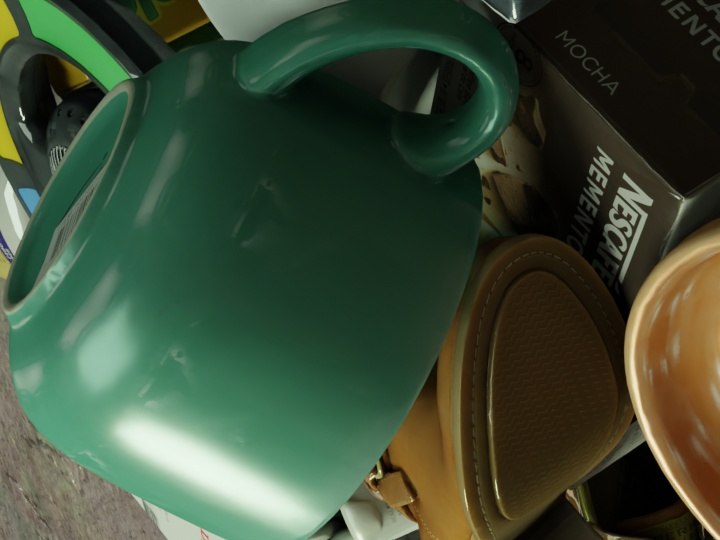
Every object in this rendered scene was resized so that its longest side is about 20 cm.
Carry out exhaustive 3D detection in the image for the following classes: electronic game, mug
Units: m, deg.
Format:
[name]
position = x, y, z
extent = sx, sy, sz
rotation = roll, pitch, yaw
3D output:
[electronic game]
position = -0.097, -0.035, 0.910
extent = 0.200, 0.042, 0.200
rotation = 41, 152, 28
[mug]
position = -0.041, -0.013, 0.750
extent = 0.114, 0.185, 0.152
rotation = 28, 176, -17

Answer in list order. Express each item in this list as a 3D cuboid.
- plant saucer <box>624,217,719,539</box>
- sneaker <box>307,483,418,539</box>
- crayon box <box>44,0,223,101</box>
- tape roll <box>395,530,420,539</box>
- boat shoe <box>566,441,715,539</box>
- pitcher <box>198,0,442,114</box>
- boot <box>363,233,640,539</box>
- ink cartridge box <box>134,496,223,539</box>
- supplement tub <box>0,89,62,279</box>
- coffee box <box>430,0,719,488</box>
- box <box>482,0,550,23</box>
[plant saucer]
position = 0.176, 0.053, 0.698
extent = 0.200, 0.037, 0.200
rotation = 28, 146, 21
[sneaker]
position = -0.018, 0.088, 1.019
extent = 0.075, 0.087, 0.200
rotation = 62, 159, -9
[crayon box]
position = -0.101, -0.164, 0.970
extent = 0.200, 0.126, 0.052
rotation = 64, 157, -8
[tape roll]
position = 0.044, 0.109, 1.085
extent = 0.200, 0.048, 0.201
rotation = 45, 152, 32
[boat shoe]
position = 0.113, 0.110, 0.910
extent = 0.200, 0.072, 0.068
rotation = 58, 158, 7
[pitcher]
position = -0.029, -0.152, 0.803
extent = 0.200, 0.121, 0.172
rotation = 51, -174, 18
[boot]
position = 0.031, 0.039, 0.814
extent = 0.155, 0.077, 0.200
rotation = 41, 160, 43
[ink cartridge box]
position = -0.094, 0.081, 1.295
extent = 0.200, 0.085, 0.146
rotation = 49, 155, 31
[supplement tub]
position = -0.151, -0.060, 1.168
extent = 0.200, 0.145, 0.146
rotation = 14, 129, 60
[coffee box]
position = 0.085, -0.026, 0.798
extent = 0.113, 0.080, 0.200
rotation = 50, 156, 21
[box]
position = 0.074, -0.192, 0.479
extent = 0.123, 0.198, 0.200
rotation = 45, 153, 33
